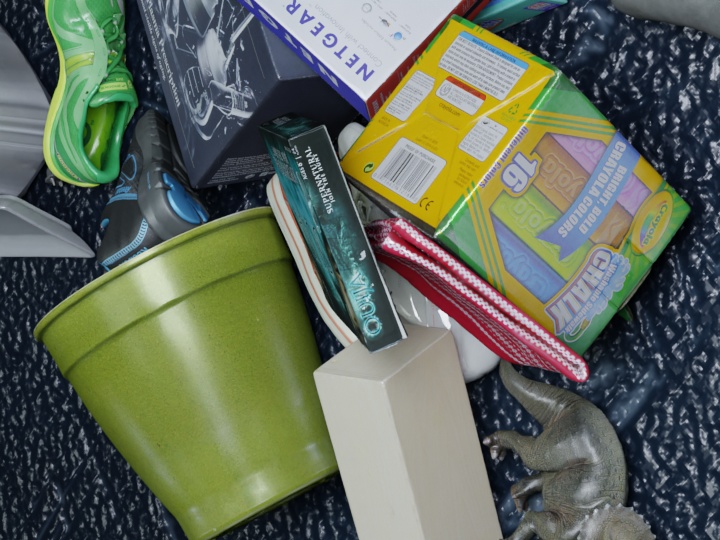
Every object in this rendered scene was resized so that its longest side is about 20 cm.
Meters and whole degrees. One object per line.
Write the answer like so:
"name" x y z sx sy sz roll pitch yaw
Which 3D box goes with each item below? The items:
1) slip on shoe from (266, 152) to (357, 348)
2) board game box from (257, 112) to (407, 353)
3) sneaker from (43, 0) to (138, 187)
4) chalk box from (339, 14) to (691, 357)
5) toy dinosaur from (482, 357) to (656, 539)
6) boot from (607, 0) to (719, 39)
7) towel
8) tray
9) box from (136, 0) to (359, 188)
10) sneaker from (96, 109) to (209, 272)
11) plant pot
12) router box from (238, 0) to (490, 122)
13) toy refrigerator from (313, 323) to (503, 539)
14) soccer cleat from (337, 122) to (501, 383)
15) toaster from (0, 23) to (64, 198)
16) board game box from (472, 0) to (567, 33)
"slip on shoe" 0.000 0.000 1.326 0.061 0.074 0.201 -37 66 22
"board game box" -0.020 -0.029 1.172 0.200 0.028 0.136 -139 27 -80
"sneaker" -0.209 -0.165 1.512 0.083 0.074 0.202 20 114 43
"chalk box" 0.108 -0.039 1.152 0.124 0.200 0.124 -52 39 -1
"toy dinosaur" 0.138 0.137 1.210 0.102 0.077 0.202 -23 55 27
"boot" 0.232 -0.099 1.119 0.181 0.072 0.202 -6 94 44
"towel" 0.064 0.018 1.131 0.144 0.200 0.023 37 88 -3
"tray" -0.324 -0.041 1.602 0.199 0.107 0.022 1 70 42
"box" -0.074 -0.190 1.326 0.182 0.103 0.202 -42 62 57
"sneaker" -0.163 -0.060 1.405 0.082 0.200 0.073 -39 108 12
"plant pot" -0.105 0.087 1.358 0.200 0.200 0.194 -34 81 38
"router box" -0.003 -0.227 1.197 0.200 0.049 0.180 42 84 13
"toy refrigerator" 0.035 0.142 1.240 0.070 0.076 0.202 5 119 42
"soccer cleat" 0.028 -0.011 1.276 0.077 0.069 0.201 -31 74 -3
"toaster" -0.348 -0.138 1.594 0.114 0.129 0.201 -50 60 27
"board game box" 0.053 -0.255 1.285 0.151 0.045 0.202 -19 79 41
